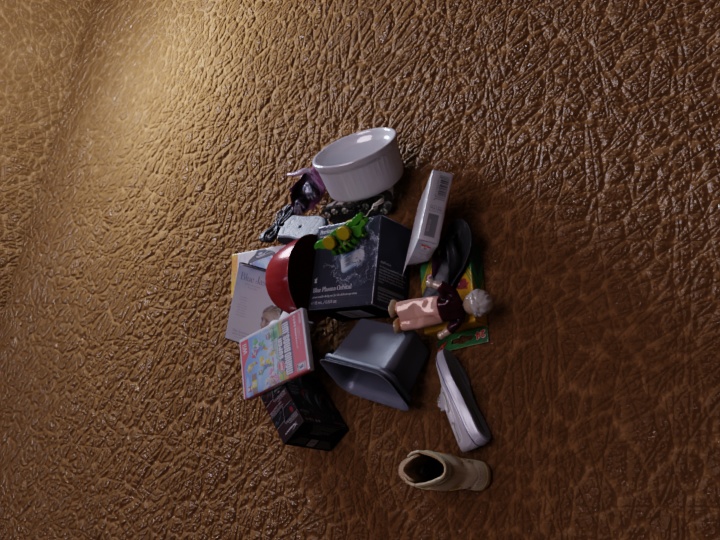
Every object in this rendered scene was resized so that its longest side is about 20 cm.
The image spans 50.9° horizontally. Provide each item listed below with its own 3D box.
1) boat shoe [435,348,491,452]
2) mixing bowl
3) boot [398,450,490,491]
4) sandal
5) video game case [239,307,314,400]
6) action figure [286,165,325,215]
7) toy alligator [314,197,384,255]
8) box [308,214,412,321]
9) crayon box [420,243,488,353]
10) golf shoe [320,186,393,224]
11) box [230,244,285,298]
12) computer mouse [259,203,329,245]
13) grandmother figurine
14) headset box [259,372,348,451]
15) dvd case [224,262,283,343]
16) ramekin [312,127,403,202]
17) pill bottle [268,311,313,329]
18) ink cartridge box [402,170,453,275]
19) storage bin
[{"bbox_3d":[0.176,0.248,1.443,0.067,0.073,0.201,-37,54,25],"label":"boat shoe"},{"bbox_3d":[-0.147,0.022,1.732,0.108,0.200,0.202,-7,71,32],"label":"mixing bowl"},{"bbox_3d":[0.118,0.369,1.397,0.199,0.155,0.073,-5,72,42],"label":"boot"},{"bbox_3d":[0.168,-0.008,1.490,0.075,0.048,0.202,19,89,45],"label":"sandal"},{"bbox_3d":[-0.185,0.183,1.643,0.199,0.017,0.144,-28,57,30],"label":"video game case"},{"bbox_3d":[-0.111,-0.229,1.835,0.133,0.149,0.201,-4,40,33],"label":"action figure"},{"bbox_3d":[-0.015,-0.080,1.598,0.199,0.059,0.054,-32,96,29],"label":"toy alligator"},{"bbox_3d":[0.000,0.000,1.671,0.196,0.117,0.202,-8,69,42],"label":"box"},{"bbox_3d":[0.187,0.055,1.520,0.126,0.051,0.202,-20,63,37],"label":"crayon box"},{"bbox_3d":[-0.002,-0.159,1.773,0.199,0.077,0.089,-11,49,36],"label":"golf shoe"},{"bbox_3d":[-0.231,0.004,1.908,0.198,0.041,0.120,-9,68,17],"label":"box"},{"bbox_3d":[-0.146,-0.098,1.881,0.199,0.053,0.139,13,55,43],"label":"computer mouse"},{"bbox_3d":[0.155,0.071,1.450,0.199,0.122,0.061,-9,27,24],"label":"grandmother figurine"},{"bbox_3d":[-0.136,0.293,1.672,0.075,0.148,0.200,-50,47,16],"label":"headset box"},{"bbox_3d":[-0.254,0.093,1.872,0.142,0.018,0.202,15,100,17],"label":"dvd case"},{"bbox_3d":[0.001,-0.236,1.706,0.199,0.098,0.201,-17,26,9],"label":"ramekin"},{"bbox_3d":[-0.189,0.193,1.785,0.109,0.109,0.201,35,100,44],"label":"pill bottle"},{"bbox_3d":[0.135,-0.087,1.555,0.050,0.200,0.163,14,67,1],"label":"ink cartridge box"},{"bbox_3d":[0.044,0.189,1.563,0.199,0.146,0.135,9,54,45],"label":"storage bin"}]
